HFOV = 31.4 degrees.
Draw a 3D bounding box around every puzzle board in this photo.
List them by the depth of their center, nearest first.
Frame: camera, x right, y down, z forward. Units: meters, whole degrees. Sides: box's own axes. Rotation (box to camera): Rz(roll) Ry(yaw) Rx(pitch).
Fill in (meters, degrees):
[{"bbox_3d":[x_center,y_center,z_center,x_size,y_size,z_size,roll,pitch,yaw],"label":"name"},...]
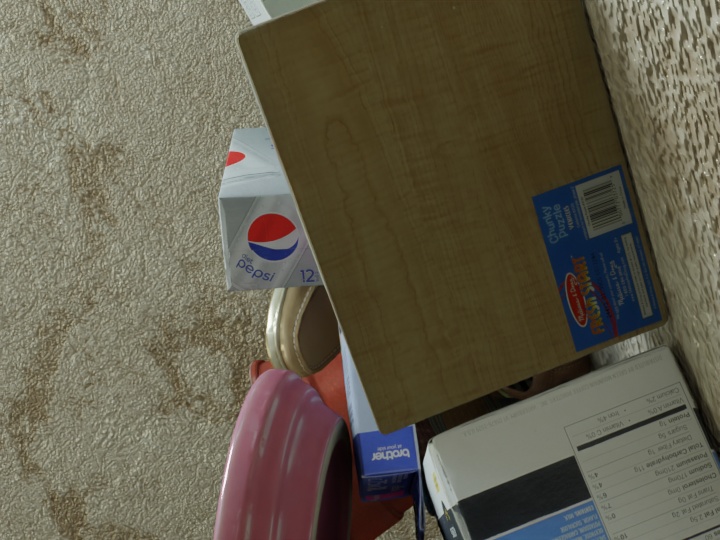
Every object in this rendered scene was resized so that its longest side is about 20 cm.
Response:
[{"bbox_3d":[0.046,-0.039,0.588,0.017,0.150,0.201,-122,11,-72],"label":"puzzle board"}]

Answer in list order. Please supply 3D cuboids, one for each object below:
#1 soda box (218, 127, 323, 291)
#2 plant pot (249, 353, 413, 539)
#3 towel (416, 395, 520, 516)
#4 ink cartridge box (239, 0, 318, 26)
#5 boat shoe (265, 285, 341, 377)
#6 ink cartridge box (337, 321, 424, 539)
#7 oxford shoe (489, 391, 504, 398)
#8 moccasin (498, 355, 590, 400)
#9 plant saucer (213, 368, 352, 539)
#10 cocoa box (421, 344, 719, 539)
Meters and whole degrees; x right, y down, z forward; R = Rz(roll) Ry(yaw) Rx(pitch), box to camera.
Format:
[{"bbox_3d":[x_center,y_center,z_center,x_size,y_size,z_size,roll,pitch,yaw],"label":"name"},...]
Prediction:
[{"bbox_3d":[-0.057,-0.048,0.879,0.200,0.068,0.064,-96,3,-71],"label":"soda box"},{"bbox_3d":[0.034,0.118,1.151,0.201,0.195,0.201,58,-175,-8],"label":"plant pot"},{"bbox_3d":[0.085,0.096,0.919,0.199,0.022,0.147,3,-121,-52],"label":"towel"},{"bbox_3d":[0.028,-0.100,0.715,0.201,0.109,0.050,59,169,-12],"label":"ink cartridge box"},{"bbox_3d":[0.000,0.000,0.926,0.200,0.069,0.074,-59,-44,-39],"label":"boat shoe"},{"bbox_3d":[0.009,0.066,0.785,0.119,0.042,0.201,89,172,-74],"label":"ink cartridge box"},{"bbox_3d":[0.083,-0.004,0.921,0.071,0.071,0.201,74,176,-70],"label":"oxford shoe"},{"bbox_3d":[0.069,0.010,0.853,0.078,0.074,0.202,9,-136,-50],"label":"moccasin"},{"bbox_3d":[-0.040,0.160,0.749,0.200,0.050,0.202,5,-90,-82],"label":"plant saucer"},{"bbox_3d":[0.115,0.138,0.691,0.200,0.133,0.132,83,165,-77],"label":"cocoa box"}]
